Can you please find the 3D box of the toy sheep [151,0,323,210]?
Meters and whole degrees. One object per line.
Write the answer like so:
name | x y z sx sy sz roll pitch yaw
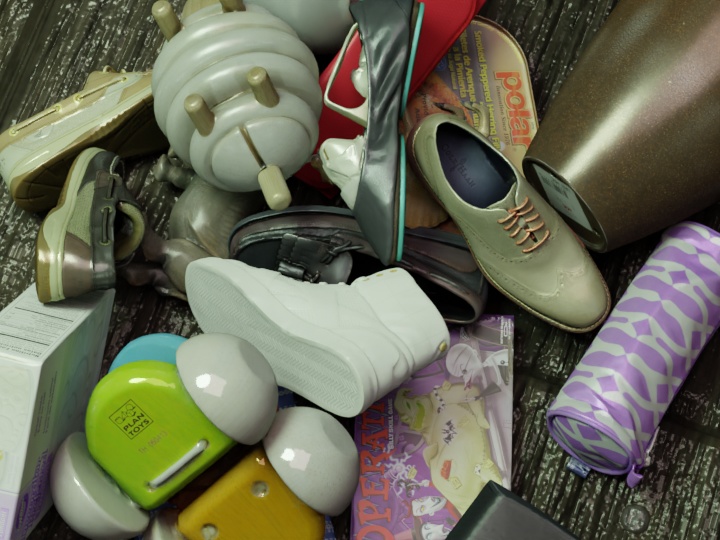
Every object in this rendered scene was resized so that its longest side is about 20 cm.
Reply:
toy sheep | -0.089 -0.126 1.511 0.137 0.138 0.201 -13 58 -5

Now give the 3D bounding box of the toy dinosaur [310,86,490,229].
toy dinosaur | 0.063 -0.077 1.572 0.198 0.058 0.102 16 87 -4

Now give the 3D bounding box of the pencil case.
pencil case | 0.216 0.059 1.533 0.085 0.084 0.201 29 71 14

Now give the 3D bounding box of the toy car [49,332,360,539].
toy car | -0.107 0.123 1.448 0.175 0.150 0.200 -39 116 17

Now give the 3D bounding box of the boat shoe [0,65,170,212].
boat shoe | -0.192 -0.123 1.604 0.199 0.074 0.067 -29 59 -17

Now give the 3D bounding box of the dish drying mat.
dish drying mat | 0.013 -0.148 1.577 0.200 0.077 0.018 -52 34 11

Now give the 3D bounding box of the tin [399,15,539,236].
tin | 0.084 -0.103 1.619 0.111 0.042 0.202 -8 70 1

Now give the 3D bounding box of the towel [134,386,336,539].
towel | -0.102 0.161 1.525 0.144 0.024 0.202 -15 70 -7

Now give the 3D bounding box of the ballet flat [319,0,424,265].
ballet flat | 0.005 -0.105 1.506 0.072 0.073 0.202 5 81 1

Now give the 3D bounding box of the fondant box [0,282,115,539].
fondant box | -0.230 0.097 1.432 0.058 0.200 0.146 14 105 5

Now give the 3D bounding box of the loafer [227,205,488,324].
loafer | 0.000 0.000 1.540 0.198 0.072 0.063 6 41 -7

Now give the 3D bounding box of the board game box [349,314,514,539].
board game box | 0.054 0.129 1.538 0.119 0.032 0.202 0 69 4

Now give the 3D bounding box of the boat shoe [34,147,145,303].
boat shoe | -0.187 -0.029 1.495 0.064 0.074 0.200 7 28 1

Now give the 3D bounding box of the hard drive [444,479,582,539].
hard drive | 0.137 0.254 1.466 0.200 0.042 0.135 39 73 1

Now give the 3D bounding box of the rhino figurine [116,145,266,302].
rhino figurine | -0.113 -0.066 1.589 0.087 0.060 0.201 29 70 -13

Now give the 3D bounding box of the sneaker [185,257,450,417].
sneaker | -0.027 0.033 1.493 0.115 0.074 0.199 -26 41 -37

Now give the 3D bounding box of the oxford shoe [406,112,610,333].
oxford shoe | 0.108 -0.032 1.509 0.200 0.074 0.071 45 86 -3

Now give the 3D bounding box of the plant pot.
plant pot | 0.221 -0.113 1.549 0.200 0.187 0.187 -41 75 -11

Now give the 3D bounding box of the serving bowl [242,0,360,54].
serving bowl | 0.008 -0.238 1.577 0.199 0.201 0.066 -34 61 -12
